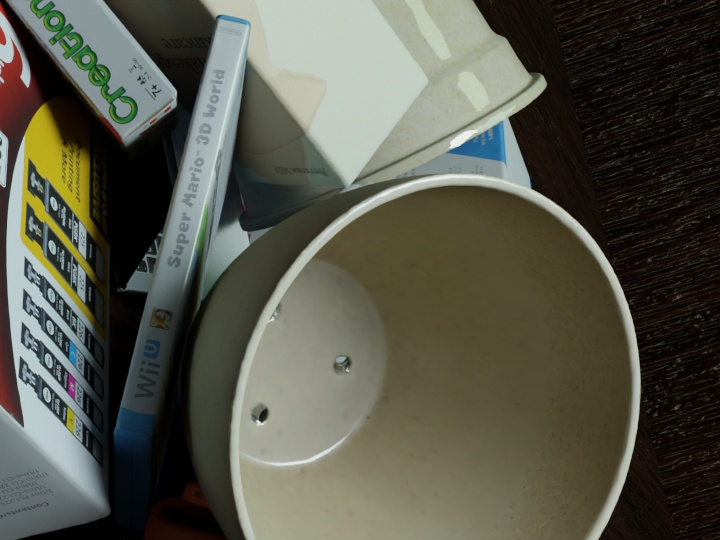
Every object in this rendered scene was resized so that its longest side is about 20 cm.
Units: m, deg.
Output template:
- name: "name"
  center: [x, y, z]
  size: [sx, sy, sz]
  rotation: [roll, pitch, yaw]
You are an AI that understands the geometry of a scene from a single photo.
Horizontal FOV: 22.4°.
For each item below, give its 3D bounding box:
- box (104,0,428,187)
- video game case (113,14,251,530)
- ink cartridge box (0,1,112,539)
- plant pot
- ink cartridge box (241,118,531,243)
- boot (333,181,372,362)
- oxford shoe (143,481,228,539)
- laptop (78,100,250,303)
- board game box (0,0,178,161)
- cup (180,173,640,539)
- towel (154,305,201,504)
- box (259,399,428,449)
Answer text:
- name: "box"
  center: [-0.065, -0.136, 0.881]
  size: [0.200, 0.095, 0.078]
  rotation: [50, 63, -30]
- name: "video game case"
  center: [-0.082, 0.004, 0.827]
  size: [0.143, 0.018, 0.200]
  rotation: [108, -7, -66]
- name: "ink cartridge box"
  center: [-0.160, 0.008, 0.768]
  size: [0.176, 0.084, 0.200]
  rotation: [57, 22, -50]
- name: "plant pot"
  center: [-0.020, -0.149, 1.064]
  size: [0.184, 0.200, 0.200]
  rotation: [64, 16, -9]
- name: "ink cartridge box"
  center: [0.011, -0.021, 1.195]
  size: [0.147, 0.200, 0.086]
  rotation: [-89, 158, -48]
- name: "boot"
  center: [0.000, 0.000, 1.000]
  size: [0.074, 0.096, 0.200]
  rotation: [50, 14, 5]
- name: "oxford shoe"
  center: [-0.065, 0.147, 0.883]
  size: [0.200, 0.071, 0.073]
  rotation: [10, 94, -75]
- name: "laptop"
  center: [-0.097, -0.090, 1.024]
  size: [0.200, 0.116, 0.187]
  rotation: [10, 63, -53]
- name: "board game box"
  center: [-0.157, -0.140, 0.826]
  size: [0.200, 0.035, 0.126]
  rotation: [51, -4, -2]
- name: "cup"
  center: [0.000, 0.052, 0.796]
  size: [0.143, 0.200, 0.200]
  rotation: [13, -50, 59]
- name: "towel"
  center: [-0.058, 0.083, 1.037]
  size: [0.200, 0.049, 0.148]
  rotation: [-17, 113, -73]
- name: "box"
  center: [0.008, 0.098, 0.977]
  size: [0.200, 0.117, 0.060]
  rotation: [18, 86, -76]
